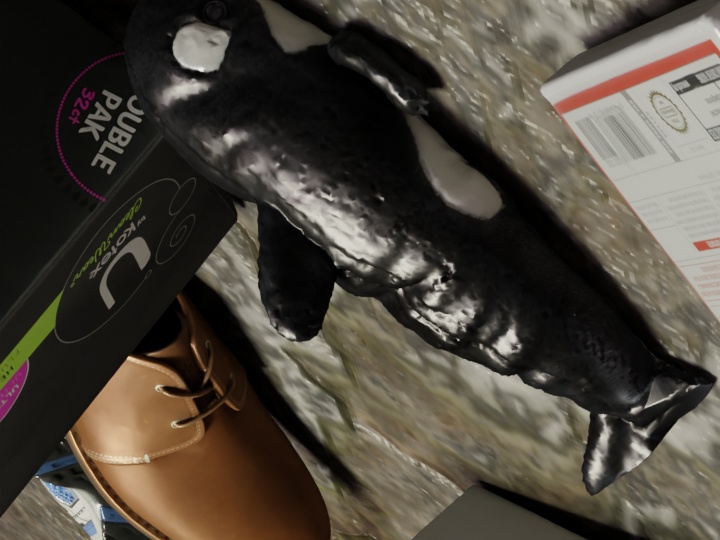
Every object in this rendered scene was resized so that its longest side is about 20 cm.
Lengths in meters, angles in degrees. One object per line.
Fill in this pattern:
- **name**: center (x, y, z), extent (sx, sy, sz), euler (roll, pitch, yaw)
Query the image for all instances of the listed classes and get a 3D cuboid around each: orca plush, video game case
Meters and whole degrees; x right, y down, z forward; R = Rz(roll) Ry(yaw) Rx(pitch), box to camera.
- **orca plush**: center (0.000, 0.000, 0.808), extent (0.200, 0.071, 0.105), euler (46, 160, -14)
- **video game case**: center (0.123, 0.026, 0.633), extent (0.200, 0.017, 0.143), euler (52, 171, -5)

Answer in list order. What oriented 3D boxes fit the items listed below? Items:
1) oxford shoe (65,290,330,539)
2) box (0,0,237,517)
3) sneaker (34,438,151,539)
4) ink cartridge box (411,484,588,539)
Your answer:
- **oxford shoe**: center (-0.073, 0.048, 1.057), extent (0.200, 0.071, 0.071), euler (49, 154, -20)
- **box**: center (-0.164, -0.036, 0.902), extent (0.200, 0.149, 0.124), euler (37, 170, 14)
- **sneaker**: center (-0.099, 0.075, 1.182), extent (0.200, 0.076, 0.077), euler (55, 178, -36)
- **ink cartridge box**: center (0.096, 0.174, 0.949), extent (0.200, 0.084, 0.145), euler (22, 149, 54)
